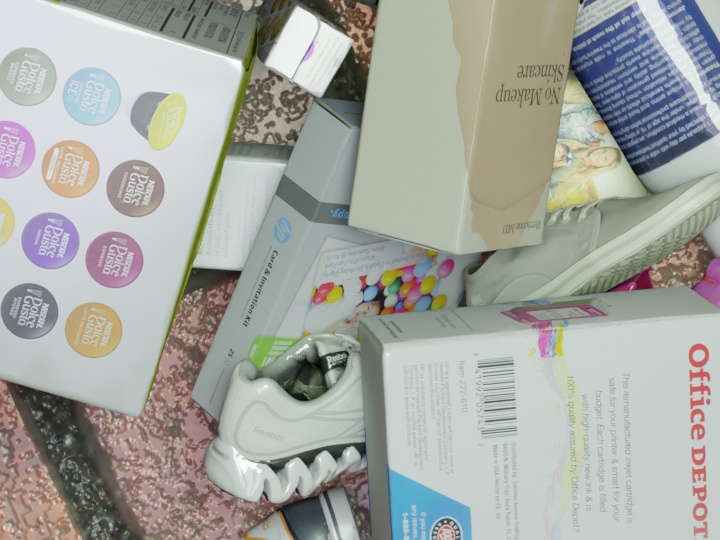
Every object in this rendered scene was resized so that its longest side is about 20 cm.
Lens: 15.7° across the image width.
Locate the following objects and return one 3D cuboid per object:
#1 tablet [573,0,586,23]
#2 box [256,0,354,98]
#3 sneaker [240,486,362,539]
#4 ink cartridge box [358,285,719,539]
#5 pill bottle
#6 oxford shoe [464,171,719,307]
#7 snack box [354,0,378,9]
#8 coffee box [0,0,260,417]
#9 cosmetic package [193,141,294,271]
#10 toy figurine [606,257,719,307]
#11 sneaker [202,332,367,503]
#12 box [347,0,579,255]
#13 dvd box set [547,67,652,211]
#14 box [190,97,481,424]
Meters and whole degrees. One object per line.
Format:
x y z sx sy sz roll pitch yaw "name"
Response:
0.094 -0.219 1.529 0.014 0.200 0.130 24 97 -35 "tablet"
-0.038 -0.134 1.522 0.039 0.200 0.041 31 96 -10 "box"
-0.016 0.240 1.620 0.079 0.078 0.200 -18 84 -3 "sneaker"
0.106 0.094 1.466 0.199 0.085 0.145 -5 102 -8 "ink cartridge box"
0.192 -0.113 1.537 0.111 0.111 0.200 -31 94 3 "pill bottle"
0.131 -0.016 1.519 0.200 0.075 0.058 -31 75 39 "oxford shoe"
-0.037 -0.191 1.513 0.116 0.200 0.037 23 95 2 "snack box"
-0.176 -0.062 1.423 0.197 0.200 0.200 17 102 -4 "coffee box"
-0.133 -0.043 1.581 0.199 0.102 0.074 3 97 1 "cosmetic package"
0.225 0.067 1.577 0.200 0.150 0.184 -43 85 13 "toy figurine"
0.001 0.073 1.520 0.200 0.075 0.081 -15 121 -38 "sneaker"
0.060 -0.115 1.436 0.078 0.095 0.201 16 105 34 "box"
0.136 -0.100 1.611 0.199 0.029 0.147 -4 95 1 "dvd box set"
0.000 0.000 1.545 0.041 0.156 0.200 40 114 38 "box"
